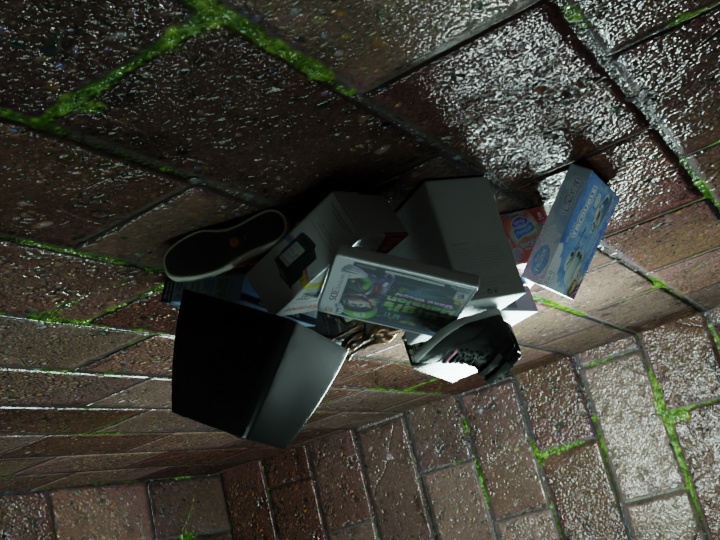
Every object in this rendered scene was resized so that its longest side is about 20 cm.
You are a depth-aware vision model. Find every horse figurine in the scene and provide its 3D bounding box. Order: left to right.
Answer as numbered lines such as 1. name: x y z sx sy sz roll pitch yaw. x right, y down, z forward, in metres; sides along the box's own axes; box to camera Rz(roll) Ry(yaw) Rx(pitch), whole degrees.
1. horse figurine: 0.015 0.115 1.571 0.132 0.050 0.200 -28 -173 -20

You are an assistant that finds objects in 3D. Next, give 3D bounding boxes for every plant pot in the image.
1. plant pot: -0.164 0.156 1.328 0.199 0.178 0.199 13 169 27

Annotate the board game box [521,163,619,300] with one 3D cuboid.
1. board game box: 0.359 -0.059 1.506 0.043 0.201 0.199 25 -176 31

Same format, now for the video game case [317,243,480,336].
1. video game case: 0.048 0.034 1.263 0.199 0.023 0.182 13 152 -5

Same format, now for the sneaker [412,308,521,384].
1. sneaker: 0.165 0.123 1.303 0.199 0.099 0.071 -15 157 -45

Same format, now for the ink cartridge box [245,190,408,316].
1. ink cartridge box: -0.049 -0.023 1.324 0.200 0.083 0.146 -42 163 26

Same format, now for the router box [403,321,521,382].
1. router box: 0.186 0.135 1.601 0.149 0.062 0.200 -26 156 19

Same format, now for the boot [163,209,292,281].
1. boot: -0.190 -0.020 1.361 0.199 0.073 0.144 -19 164 2

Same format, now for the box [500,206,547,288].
1. box: 0.284 -0.030 1.660 0.094 0.103 0.200 -12 162 -12

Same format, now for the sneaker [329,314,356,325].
1. sneaker: -0.085 0.043 1.551 0.104 0.060 0.200 -34 130 -11

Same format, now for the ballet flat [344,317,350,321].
1. ballet flat: 0.058 0.057 1.524 0.199 0.070 0.069 -5 161 -20

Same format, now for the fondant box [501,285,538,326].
1. fondant box: 0.216 0.095 1.696 0.144 0.059 0.200 3 151 -47

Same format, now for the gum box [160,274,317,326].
1. gum box: -0.198 0.052 1.461 0.199 0.045 0.170 -4 161 42

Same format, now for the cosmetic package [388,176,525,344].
1. cosmetic package: 0.137 -0.014 1.417 0.122 0.201 0.199 -9 162 -26

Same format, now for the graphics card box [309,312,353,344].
1. graphics card box: -0.092 0.075 1.637 0.051 0.126 0.200 -28 159 30
